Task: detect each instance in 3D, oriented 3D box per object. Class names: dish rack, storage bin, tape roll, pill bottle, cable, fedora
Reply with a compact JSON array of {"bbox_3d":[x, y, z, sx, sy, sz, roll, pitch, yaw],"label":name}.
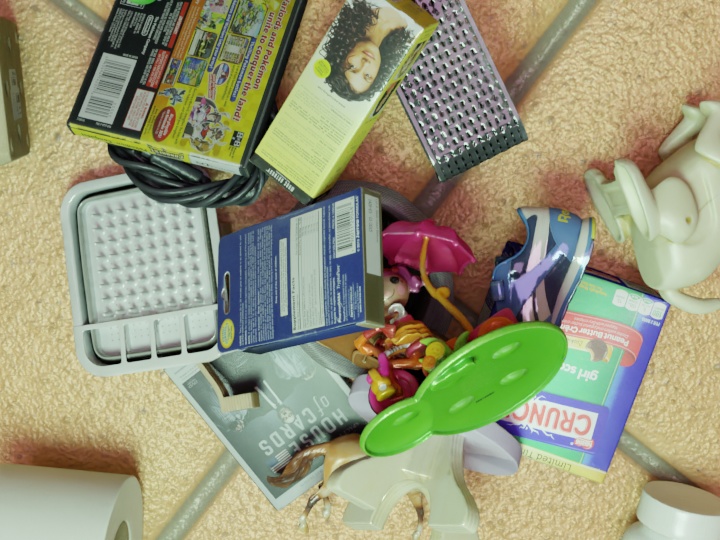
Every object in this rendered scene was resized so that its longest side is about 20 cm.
[{"bbox_3d":[-0.213,0.000,1.096,0.171,0.044,0.201,-9,86,14],"label":"dish rack"},{"bbox_3d":[0.071,-0.196,1.029,0.094,0.135,0.200,-25,98,6],"label":"storage bin"},{"bbox_3d":[-0.313,0.304,1.099,0.139,0.203,0.204,5,100,0],"label":"tape roll"},{"bbox_3d":[0.320,0.331,1.127,0.109,0.110,0.201,9,100,0],"label":"pill bottle"},{"bbox_3d":[-0.167,-0.143,1.053,0.163,0.051,0.200,-33,78,-13],"label":"cable"},{"bbox_3d":[0.000,0.000,1.089,0.176,0.090,0.200,-29,105,8],"label":"fedora"}]

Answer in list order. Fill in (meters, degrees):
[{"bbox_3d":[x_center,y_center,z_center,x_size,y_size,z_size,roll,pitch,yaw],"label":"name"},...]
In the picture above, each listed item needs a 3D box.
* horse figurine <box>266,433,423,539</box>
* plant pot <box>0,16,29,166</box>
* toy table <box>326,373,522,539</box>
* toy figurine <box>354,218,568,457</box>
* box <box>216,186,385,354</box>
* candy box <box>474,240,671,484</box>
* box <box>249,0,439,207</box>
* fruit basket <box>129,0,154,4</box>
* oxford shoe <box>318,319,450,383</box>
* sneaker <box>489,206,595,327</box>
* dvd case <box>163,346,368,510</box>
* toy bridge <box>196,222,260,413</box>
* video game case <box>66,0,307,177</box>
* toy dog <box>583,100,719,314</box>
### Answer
[{"bbox_3d":[0.007,0.216,1.130,0.199,0.050,0.133,10,110,-16],"label":"horse figurine"},{"bbox_3d":[-0.421,-0.170,1.033,0.176,0.200,0.201,-6,100,-8],"label":"plant pot"},{"bbox_3d":[0.061,0.193,1.032,0.200,0.184,0.117,28,64,-17],"label":"toy table"},{"bbox_3d":[0.054,0.043,0.969,0.200,0.150,0.184,-29,56,-1],"label":"toy figurine"},{"bbox_3d":[-0.059,0.007,0.986,0.200,0.032,0.122,-14,71,41],"label":"box"},{"bbox_3d":[0.198,0.093,1.106,0.169,0.077,0.201,18,101,0],"label":"candy box"},{"bbox_3d":[-0.017,-0.157,0.960,0.075,0.050,0.200,37,118,7],"label":"box"},{"bbox_3d":[-0.151,-0.340,0.996,0.215,0.156,0.216,2,76,-8],"label":"fruit basket"},{"bbox_3d":[0.019,0.068,1.026,0.199,0.071,0.071,24,107,-6],"label":"oxford shoe"},{"bbox_3d":[0.155,0.031,1.028,0.082,0.074,0.201,22,92,3],"label":"sneaker"},{"bbox_3d":[-0.091,0.137,1.151,0.150,0.025,0.200,-37,96,8],"label":"dvd case"},{"bbox_3d":[-0.153,0.048,1.116,0.067,0.027,0.201,-12,85,13],"label":"toy bridge"},{"bbox_3d":[-0.164,-0.202,1.039,0.180,0.026,0.201,14,72,7],"label":"video game case"},{"bbox_3d":[0.350,-0.075,1.036,0.200,0.140,0.194,-26,83,-3],"label":"toy dog"}]
